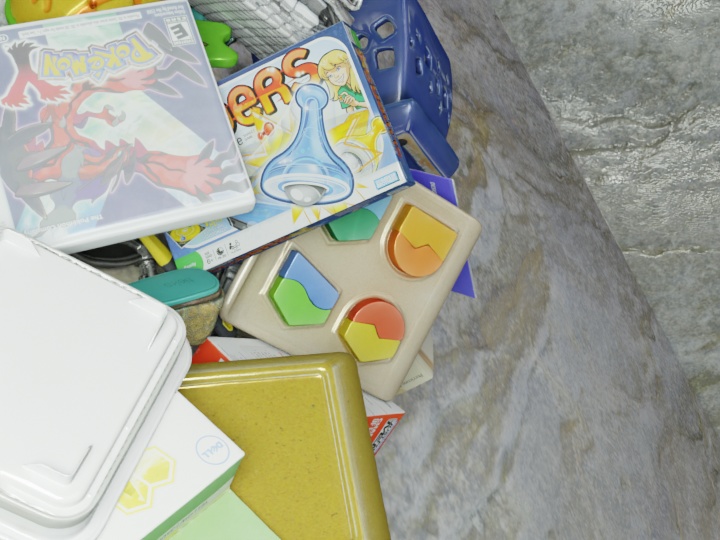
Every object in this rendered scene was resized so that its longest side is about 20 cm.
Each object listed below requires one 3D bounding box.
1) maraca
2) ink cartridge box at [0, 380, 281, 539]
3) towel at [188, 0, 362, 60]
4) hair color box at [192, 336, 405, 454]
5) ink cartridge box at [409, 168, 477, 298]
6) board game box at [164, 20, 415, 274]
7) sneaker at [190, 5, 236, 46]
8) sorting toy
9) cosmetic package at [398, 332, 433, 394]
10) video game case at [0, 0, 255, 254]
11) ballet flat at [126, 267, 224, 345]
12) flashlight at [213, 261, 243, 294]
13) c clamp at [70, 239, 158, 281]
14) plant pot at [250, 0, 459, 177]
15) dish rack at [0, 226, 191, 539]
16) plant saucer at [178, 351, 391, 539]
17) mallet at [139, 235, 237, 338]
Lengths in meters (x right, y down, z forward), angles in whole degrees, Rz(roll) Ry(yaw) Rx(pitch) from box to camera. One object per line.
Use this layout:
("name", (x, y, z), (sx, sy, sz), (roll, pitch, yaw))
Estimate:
("maraca", (-0.200, -0.203, 0.858), (0.199, 0.107, 0.137), (26, 51, 11))
("ink cartridge box", (-0.121, 0.158, 0.621), (0.200, 0.048, 0.145), (38, 41, 16))
("towel", (-0.100, -0.258, 0.852), (0.200, 0.086, 0.166), (35, -3, -26))
("hair color box", (-0.057, 0.115, 0.888), (0.111, 0.064, 0.200), (39, 14, 25))
("ink cartridge box", (0.012, -0.044, 1.034), (0.043, 0.199, 0.198), (-57, 150, -25))
("board game box", (-0.073, -0.091, 0.811), (0.136, 0.199, 0.034), (68, 14, 6))
("sneaker", (-0.166, -0.199, 0.963), (0.084, 0.120, 0.201), (33, 36, -50))
("sorting toy", (0.000, 0.000, 0.893), (0.200, 0.186, 0.036), (29, -2, -28))
("cosmetic package", (-0.020, 0.044, 1.041), (0.200, 0.105, 0.071), (48, 26, -28))
("video game case", (-0.198, -0.106, 0.758), (0.023, 0.199, 0.183), (127, -54, -65))
("ballet flat", (-0.183, 0.042, 0.742), (0.200, 0.071, 0.071), (-8, 72, -48))
("flashlight", (-0.043, 0.038, 0.953), (0.199, 0.068, 0.068), (22, 7, -22))
("c clamp", (-0.215, -0.071, 0.858), (0.171, 0.027, 0.201), (-7, 74, -60))
("plant pot", (0.002, -0.187, 1.199), (0.200, 0.199, 0.181), (39, 39, -62))
("dish rack", (-0.198, 0.056, 0.614), (0.171, 0.044, 0.200), (28, 39, -6))
("plant saucer", (-0.080, 0.142, 0.719), (0.049, 0.199, 0.201), (107, -25, -55))
("mallet", (-0.165, -0.008, 0.830), (0.200, 0.041, 0.066), (57, 26, -21))
